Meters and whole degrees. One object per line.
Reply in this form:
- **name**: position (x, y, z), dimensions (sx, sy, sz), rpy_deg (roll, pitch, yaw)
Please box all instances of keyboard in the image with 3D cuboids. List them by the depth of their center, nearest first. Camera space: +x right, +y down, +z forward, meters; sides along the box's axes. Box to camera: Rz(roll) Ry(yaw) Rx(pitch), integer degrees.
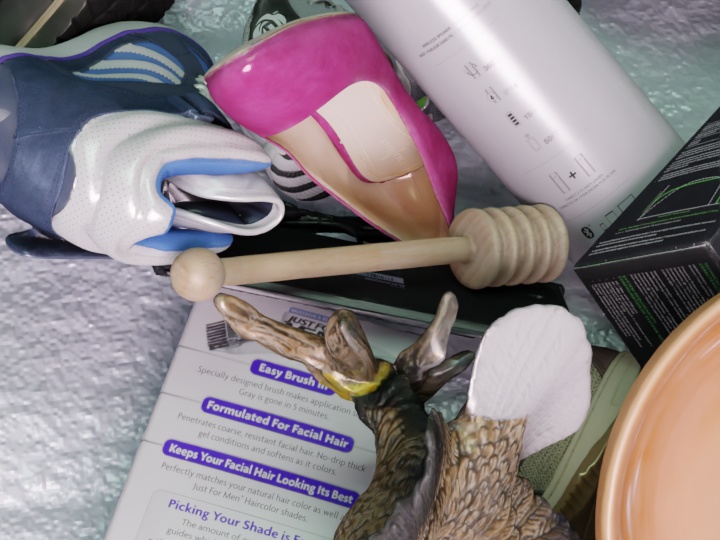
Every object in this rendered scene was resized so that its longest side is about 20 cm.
- **keyboard**: position (0.000, 0.000, 0.879), dimensions (0.199, 0.021, 0.127), rpy_deg (12, 21, -6)

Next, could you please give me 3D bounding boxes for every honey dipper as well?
- **honey dipper**: position (0.007, -0.006, 0.821), dimensions (0.199, 0.038, 0.038), rpy_deg (-5, 55, -36)

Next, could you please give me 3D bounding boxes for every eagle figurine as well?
- **eagle figurine**: position (0.019, 0.116, 0.705), dimensions (0.151, 0.151, 0.201), rpy_deg (1, 47, -10)

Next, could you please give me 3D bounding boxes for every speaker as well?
- **speaker**: position (0.078, -0.088, 0.887), dimensions (0.200, 0.081, 0.081), rpy_deg (47, 59, -15)

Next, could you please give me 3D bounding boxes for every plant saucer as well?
- **plant saucer**: position (0.183, 0.093, 0.744), dimensions (0.199, 0.037, 0.201), rpy_deg (-2, 96, -15)

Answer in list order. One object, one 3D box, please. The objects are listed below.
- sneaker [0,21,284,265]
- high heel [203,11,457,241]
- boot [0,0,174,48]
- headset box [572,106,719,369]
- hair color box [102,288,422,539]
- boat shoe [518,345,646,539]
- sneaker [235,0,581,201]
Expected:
- **sneaker**: position (-0.084, -0.049, 0.844), dimensions (0.146, 0.081, 0.200), rpy_deg (29, 19, 22)
- **high heel**: position (-0.005, -0.051, 0.808), dimensions (0.067, 0.200, 0.096), rpy_deg (-25, 83, 11)
- **boot**: position (-0.173, -0.152, 0.913), dimensions (0.138, 0.078, 0.200), rpy_deg (36, 78, 16)
- **headset box**: position (0.224, -0.001, 0.848), dimensions (0.200, 0.093, 0.174), rpy_deg (-44, 107, -28)
- **hair color box**: position (-0.048, 0.110, 0.814), dimensions (0.109, 0.065, 0.201), rpy_deg (15, 58, 5)
- **boat shoe**: position (0.067, 0.110, 0.827), dimensions (0.066, 0.072, 0.201), rpy_deg (17, 54, 31)
- **sneaker**: position (0.011, -0.126, 0.968), dimensions (0.200, 0.075, 0.116), rpy_deg (-30, 60, -23)
